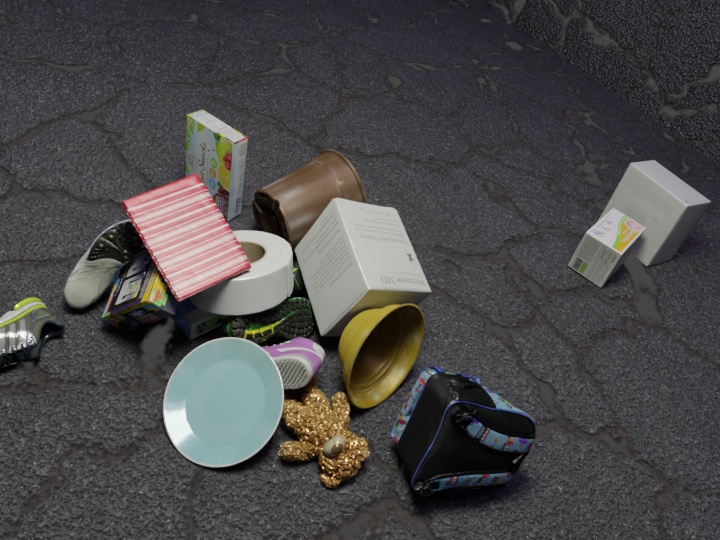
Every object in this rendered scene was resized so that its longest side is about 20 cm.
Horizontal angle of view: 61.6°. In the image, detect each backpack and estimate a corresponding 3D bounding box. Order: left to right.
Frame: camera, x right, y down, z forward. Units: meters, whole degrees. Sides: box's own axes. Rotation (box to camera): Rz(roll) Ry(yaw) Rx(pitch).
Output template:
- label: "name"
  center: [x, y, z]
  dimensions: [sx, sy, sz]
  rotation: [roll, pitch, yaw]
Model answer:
- label: "backpack"
  center: [0.173, 0.264, 0.977]
  dimensions: [0.196, 0.186, 0.135]
  rotation: [14, 20, -25]

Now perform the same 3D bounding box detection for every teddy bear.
- label: "teddy bear"
  center: [-0.073, 0.250, 0.987]
  dimensions: [0.142, 0.068, 0.202]
  rotation: [-6, 44, -22]

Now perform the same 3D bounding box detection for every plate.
- label: "plate"
  center: [-0.216, 0.209, 0.965]
  dimensions: [0.194, 0.026, 0.205]
  rotation: [-2, 67, 4]

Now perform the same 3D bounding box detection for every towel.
- label: "towel"
  center: [-0.289, -0.059, 1.007]
  dimensions: [0.143, 0.023, 0.202]
  rotation: [-27, 78, -30]

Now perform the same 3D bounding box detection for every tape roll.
- label: "tape roll"
  center: [-0.219, -0.001, 1.107]
  dimensions: [0.197, 0.072, 0.204]
  rotation: [1, 27, 0]

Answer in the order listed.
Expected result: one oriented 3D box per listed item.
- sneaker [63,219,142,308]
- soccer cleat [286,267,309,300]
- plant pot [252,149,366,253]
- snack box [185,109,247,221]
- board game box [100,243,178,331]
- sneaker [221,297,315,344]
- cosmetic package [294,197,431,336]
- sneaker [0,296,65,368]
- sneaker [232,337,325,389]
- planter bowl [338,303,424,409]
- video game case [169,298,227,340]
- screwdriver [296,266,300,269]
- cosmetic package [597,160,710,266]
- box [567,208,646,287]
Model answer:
- label: "sneaker"
  center: [-0.455, -0.018, 1.075]
  dimensions: [0.072, 0.200, 0.073]
  rotation: [40, 13, -24]
- label: "soccer cleat"
  center: [-0.090, 0.028, 1.240]
  dimensions: [0.197, 0.068, 0.081]
  rotation: [-22, 59, -39]
- label: "plant pot"
  center: [-0.119, -0.139, 1.330]
  dimensions: [0.196, 0.203, 0.200]
  rotation: [-26, 55, -31]
- label: "snack box"
  center: [-0.324, -0.232, 1.346]
  dimensions: [0.141, 0.203, 0.053]
  rotation: [33, 42, 20]
- label: "board game box"
  center: [-0.361, -0.007, 1.064]
  dimensions: [0.056, 0.163, 0.204]
  rotation: [36, 52, -38]
- label: "sneaker"
  center: [-0.168, 0.090, 1.130]
  dimensions: [0.197, 0.080, 0.084]
  rotation: [-1, 3, -40]
- label: "cosmetic package"
  center: [0.000, 0.000, 1.163]
  dimensions: [0.165, 0.166, 0.203]
  rotation: [4, 53, -40]
- label: "sneaker"
  center: [-0.559, 0.122, 0.962]
  dimensions: [0.079, 0.075, 0.201]
  rotation: [25, 42, 6]
- label: "sneaker"
  center: [-0.156, 0.158, 1.051]
  dimensions: [0.195, 0.075, 0.114]
  rotation: [2, 17, 17]
- label: "planter bowl"
  center: [0.020, 0.133, 1.064]
  dimensions: [0.083, 0.205, 0.198]
  rotation: [29, 39, 35]
- label: "video game case"
  center: [-0.307, 0.023, 1.183]
  dimensions: [0.179, 0.046, 0.199]
  rotation: [-24, 54, -40]
- label: "screwdriver"
  center: [-0.079, -0.025, 1.325]
  dimensions: [0.028, 0.030, 0.198]
  rotation: [37, 49, 24]
- label: "cosmetic package"
  center: [0.797, -0.160, 1.658]
  dimensions: [0.120, 0.203, 0.201]
  rotation: [-12, 47, -30]
- label: "box"
  center: [0.638, -0.063, 1.560]
  dimensions: [0.101, 0.114, 0.198]
  rotation: [37, 42, 23]
